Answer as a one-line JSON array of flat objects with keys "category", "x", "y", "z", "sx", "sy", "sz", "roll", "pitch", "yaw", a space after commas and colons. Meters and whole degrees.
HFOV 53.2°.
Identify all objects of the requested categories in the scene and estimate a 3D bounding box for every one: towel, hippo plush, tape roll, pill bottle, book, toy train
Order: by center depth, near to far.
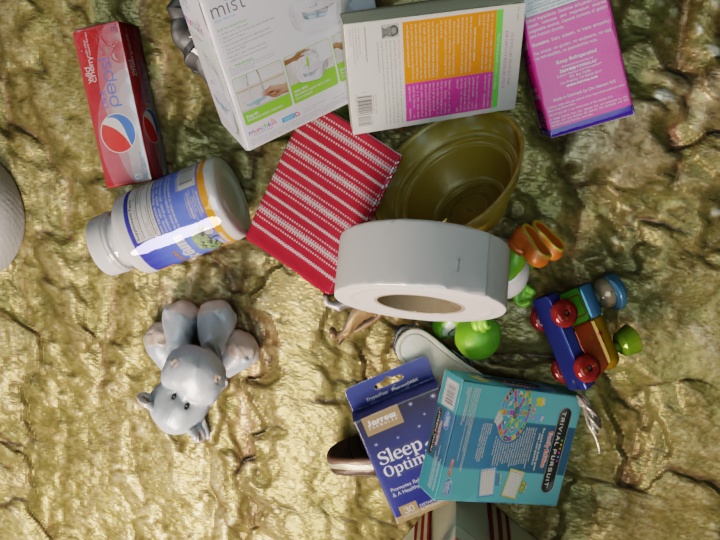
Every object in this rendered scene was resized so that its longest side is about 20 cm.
[{"category": "book", "x": 0.081, "y": -0.232, "z": 0.813, "sx": 0.196, "sy": 0.048, "sz": 0.135, "roll": -9, "pitch": 130, "yaw": -4}, {"category": "tape roll", "x": 0.070, "y": 0.006, "z": 0.817, "sx": 0.198, "sy": 0.203, "sz": 0.072, "roll": 5, "pitch": 76, "yaw": 7}, {"category": "towel", "x": -0.049, "y": -0.088, "z": 0.895, "sx": 0.143, "sy": 0.022, "sz": 0.202, "roll": 33, "pitch": 106, "yaw": 13}, {"category": "toy train", "x": 0.306, "y": 0.111, "z": 0.907, "sx": 0.114, "sy": 0.085, "sz": 0.203, "roll": -21, "pitch": 85, "yaw": -11}, {"category": "pill bottle", "x": -0.255, "y": -0.064, "z": 0.948, "sx": 0.197, "sy": 0.112, "sz": 0.114, "roll": -20, "pitch": 99, "yaw": 12}, {"category": "hippo plush", "x": -0.244, "y": 0.140, "z": 0.965, "sx": 0.158, "sy": 0.161, "sz": 0.202, "roll": 34, "pitch": 104, "yaw": -1}]

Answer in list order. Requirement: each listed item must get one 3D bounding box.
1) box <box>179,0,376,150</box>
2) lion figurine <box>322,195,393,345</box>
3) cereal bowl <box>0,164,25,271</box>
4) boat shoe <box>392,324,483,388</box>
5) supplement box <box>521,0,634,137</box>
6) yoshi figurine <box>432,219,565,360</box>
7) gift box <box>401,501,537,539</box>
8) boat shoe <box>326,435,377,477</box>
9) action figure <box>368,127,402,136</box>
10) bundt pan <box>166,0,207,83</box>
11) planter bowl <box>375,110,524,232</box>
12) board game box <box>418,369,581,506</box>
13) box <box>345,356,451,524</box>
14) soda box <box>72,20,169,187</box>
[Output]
[{"category": "box", "x": -0.082, "y": -0.266, "z": 0.813, "sx": 0.198, "sy": 0.097, "sz": 0.179, "roll": -29, "pitch": 130, "yaw": -15}, {"category": "lion figurine", "x": 0.000, "y": 0.000, "z": 0.957, "sx": 0.120, "sy": 0.073, "sz": 0.203, "roll": -13, "pitch": 114, "yaw": 0}, {"category": "cereal bowl", "x": -0.583, "y": -0.074, "z": 1.007, "sx": 0.196, "sy": 0.083, "sz": 0.205, "roll": 2, "pitch": 103, "yaw": 8}, {"category": "boat shoe", "x": 0.120, "y": 0.147, "z": 0.966, "sx": 0.199, "sy": 0.062, "sz": 0.075, "roll": 38, "pitch": 96, "yaw": -10}, {"category": "supplement box", "x": 0.241, "y": -0.269, "z": 0.841, "sx": 0.101, "sy": 0.101, "sz": 0.204, "roll": -14, "pitch": 99, "yaw": 12}, {"category": "yoshi figurine", "x": 0.176, "y": 0.038, "z": 0.913, "sx": 0.111, "sy": 0.113, "sz": 0.200, "roll": 29, "pitch": 122, "yaw": -20}, {"category": "gift box", "x": 0.126, "y": 0.420, "z": 0.963, "sx": 0.198, "sy": 0.187, "sz": 0.186, "roll": 32, "pitch": 104, "yaw": -1}, {"category": "boat shoe", "x": 0.053, "y": 0.273, "z": 1.000, "sx": 0.198, "sy": 0.075, "sz": 0.076, "roll": -7, "pitch": 107, "yaw": 9}, {"category": "action figure", "x": -0.025, "y": -0.129, "z": 0.924, "sx": 0.199, "sy": 0.066, "sz": 0.052, "roll": -40, "pitch": 116, "yaw": 21}, {"category": "bundt pan", "x": -0.153, "y": -0.319, "z": 0.898, "sx": 0.197, "sy": 0.076, "sz": 0.206, "roll": 2, "pitch": 103, "yaw": 7}, {"category": "planter bowl", "x": 0.120, "y": -0.096, "z": 0.882, "sx": 0.198, "sy": 0.202, "sz": 0.084, "roll": -31, "pitch": 133, "yaw": 13}, {"category": "board game box", "x": 0.182, "y": 0.218, "z": 0.925, "sx": 0.197, "sy": 0.047, "sz": 0.154, "roll": 11, "pitch": 95, "yaw": -26}, {"category": "box", "x": 0.067, "y": 0.223, "z": 0.936, "sx": 0.119, "sy": 0.032, "sz": 0.203, "roll": -22, "pitch": 107, "yaw": 1}, {"category": "soda box", "x": -0.314, "y": -0.217, "z": 0.948, "sx": 0.069, "sy": 0.063, "sz": 0.204, "roll": -8, "pitch": 102, "yaw": 9}]
